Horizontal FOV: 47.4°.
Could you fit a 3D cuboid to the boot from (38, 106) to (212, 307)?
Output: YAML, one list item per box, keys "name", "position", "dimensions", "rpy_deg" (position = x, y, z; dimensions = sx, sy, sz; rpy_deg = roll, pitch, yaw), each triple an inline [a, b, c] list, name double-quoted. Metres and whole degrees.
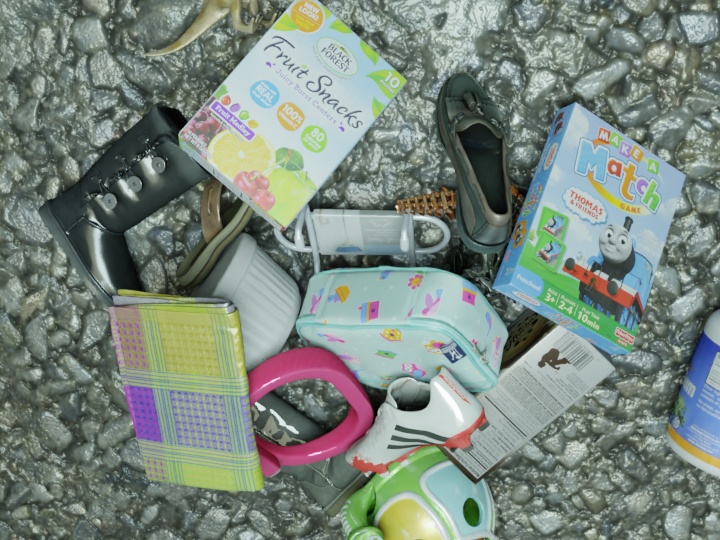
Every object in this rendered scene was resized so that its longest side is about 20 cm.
- name: "boot"
  position: [-0.246, -0.065, 0.937]
  dimensions: [0.199, 0.066, 0.165]
  rpy_deg: [-35, 100, 12]

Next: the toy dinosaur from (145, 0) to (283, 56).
- name: "toy dinosaur"
  position: [-0.135, -0.289, 0.863]
  dimensions: [0.101, 0.058, 0.201]
  rpy_deg: [35, 101, 13]

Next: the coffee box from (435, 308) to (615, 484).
- name: "coffee box"
  position: [0.171, 0.124, 0.899]
  dimensions: [0.080, 0.113, 0.200]
  rpy_deg: [43, 109, -6]

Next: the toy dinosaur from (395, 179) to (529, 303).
- name: "toy dinosaur"
  position: [0.130, -0.034, 0.854]
  dimensions: [0.198, 0.102, 0.137]
  rpy_deg: [11, 77, 0]

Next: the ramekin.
- name: "ramekin"
  position: [-0.146, 0.067, 0.893]
  dimensions: [0.094, 0.203, 0.203]
  rpy_deg: [34, 109, -14]

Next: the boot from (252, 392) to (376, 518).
- name: "boot"
  position: [-0.068, 0.185, 0.984]
  dimensions: [0.200, 0.073, 0.182]
  rpy_deg: [40, 106, 3]

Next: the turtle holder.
- name: "turtle holder"
  position: [0.070, 0.266, 0.910]
  dimensions: [0.141, 0.132, 0.185]
  rpy_deg: [-49, 139, 8]

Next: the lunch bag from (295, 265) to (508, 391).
- name: "lunch bag"
  position: [0.047, 0.067, 0.840]
  dimensions: [0.199, 0.078, 0.161]
  rpy_deg: [0, 146, 34]

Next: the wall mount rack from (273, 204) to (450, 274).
- name: "wall mount rack"
  position: [0.000, 0.000, 0.914]
  dimensions: [0.198, 0.075, 0.175]
  rpy_deg: [1, 140, 9]

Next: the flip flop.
- name: "flip flop"
  position: [-0.157, -0.066, 0.910]
  dimensions: [0.057, 0.081, 0.200]
  rpy_deg: [34, 115, -15]

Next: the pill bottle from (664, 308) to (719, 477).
- name: "pill bottle"
  position: [0.405, 0.108, 0.859]
  dimensions: [0.111, 0.112, 0.202]
  rpy_deg: [14, 107, 4]

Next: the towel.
- name: "towel"
  position: [-0.164, 0.116, 0.782]
  dimensions: [0.142, 0.023, 0.202]
  rpy_deg: [1, 109, 23]

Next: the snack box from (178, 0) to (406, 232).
- name: "snack box"
  position: [-0.070, -0.162, 0.841]
  dimensions: [0.142, 0.053, 0.200]
  rpy_deg: [40, 81, -6]

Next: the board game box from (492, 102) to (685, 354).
- name: "board game box"
  position: [0.230, -0.041, 0.808]
  dimensions: [0.150, 0.037, 0.201]
  rpy_deg: [27, 73, -17]

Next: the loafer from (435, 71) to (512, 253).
- name: "loafer"
  position: [0.121, -0.119, 0.808]
  dimensions: [0.071, 0.063, 0.202]
  rpy_deg: [-2, 66, -10]

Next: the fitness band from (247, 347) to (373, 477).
- name: "fitness band"
  position: [-0.064, 0.152, 0.857]
  dimensions: [0.143, 0.038, 0.200]
  rpy_deg: [-30, 142, 3]

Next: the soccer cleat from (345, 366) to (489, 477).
- name: "soccer cleat"
  position: [0.043, 0.154, 0.837]
  dimensions: [0.199, 0.069, 0.085]
  rpy_deg: [-29, 100, 48]
